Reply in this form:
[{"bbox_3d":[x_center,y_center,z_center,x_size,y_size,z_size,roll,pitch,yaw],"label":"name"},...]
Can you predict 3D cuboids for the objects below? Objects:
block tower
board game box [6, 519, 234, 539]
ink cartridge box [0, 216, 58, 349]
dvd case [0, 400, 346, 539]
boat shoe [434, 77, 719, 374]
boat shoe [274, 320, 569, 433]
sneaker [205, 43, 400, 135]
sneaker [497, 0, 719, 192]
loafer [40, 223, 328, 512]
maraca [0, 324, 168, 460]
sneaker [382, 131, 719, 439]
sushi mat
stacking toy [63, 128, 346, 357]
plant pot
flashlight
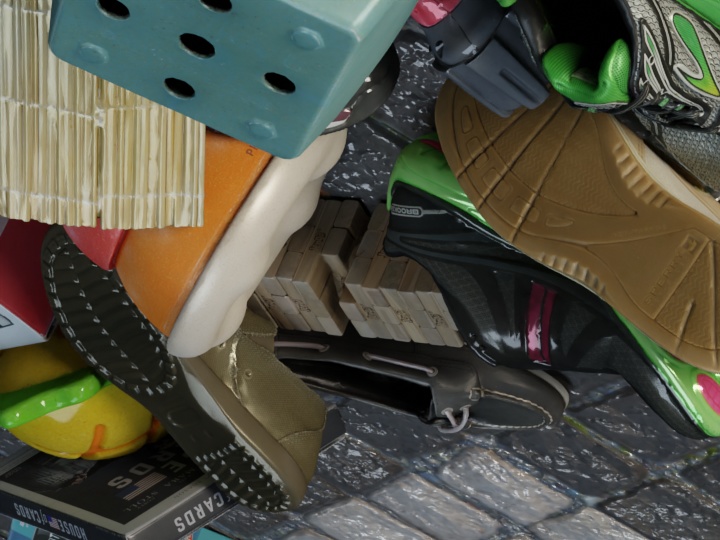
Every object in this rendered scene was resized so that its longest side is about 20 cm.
[{"bbox_3d":[0.000,0.000,1.130,0.200,0.054,0.058,6,149,28],"label":"block tower"},{"bbox_3d":[-0.170,0.225,1.663,0.200,0.047,0.151,22,152,-3],"label":"board game box"},{"bbox_3d":[-0.245,-0.044,1.148,0.175,0.084,0.200,-12,138,47],"label":"ink cartridge box"},{"bbox_3d":[-0.121,0.109,1.269,0.200,0.150,0.025,7,122,55],"label":"dvd case"},{"bbox_3d":[0.112,-0.020,0.942,0.200,0.074,0.069,47,-170,29],"label":"boat shoe"},{"bbox_3d":[0.015,0.062,1.226,0.200,0.057,0.067,20,153,3],"label":"boat shoe"},{"bbox_3d":[-0.081,-0.127,0.940,0.200,0.076,0.116,13,146,11],"label":"sneaker"},{"bbox_3d":[0.106,-0.087,0.865,0.078,0.085,0.200,-5,146,41],"label":"sneaker"},{"bbox_3d":[-0.090,0.040,1.141,0.076,0.067,0.200,-14,121,44],"label":"loafer"},{"bbox_3d":[-0.156,0.058,1.223,0.137,0.200,0.107,-20,95,31],"label":"maraca"},{"bbox_3d":[0.094,0.014,1.013,0.200,0.077,0.084,39,125,19],"label":"sneaker"},{"bbox_3d":[-0.111,-0.110,0.914,0.096,0.012,0.200,4,116,1],"label":"sushi mat"},{"bbox_3d":[-0.118,-0.066,1.027,0.200,0.146,0.146,33,152,1],"label":"stacking toy"},{"bbox_3d":[-0.018,-0.150,0.714,0.141,0.200,0.141,23,153,-6],"label":"plant pot"},{"bbox_3d":[0.001,-0.135,0.868,0.200,0.068,0.068,37,163,-24],"label":"flashlight"}]
